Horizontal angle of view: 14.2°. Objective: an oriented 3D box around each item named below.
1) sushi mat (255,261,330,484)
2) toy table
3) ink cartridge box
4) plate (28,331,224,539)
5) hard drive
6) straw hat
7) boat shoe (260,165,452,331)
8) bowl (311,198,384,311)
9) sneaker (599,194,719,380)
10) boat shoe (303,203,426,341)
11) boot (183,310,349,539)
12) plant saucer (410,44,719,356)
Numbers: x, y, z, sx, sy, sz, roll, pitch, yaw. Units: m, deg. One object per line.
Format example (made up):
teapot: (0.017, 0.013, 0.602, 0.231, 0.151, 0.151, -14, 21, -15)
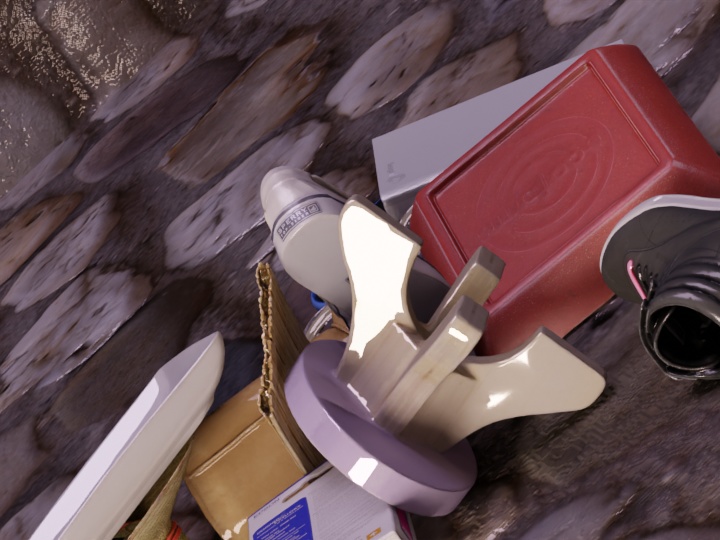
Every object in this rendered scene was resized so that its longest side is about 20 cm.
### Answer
sushi mat: (-0.040, 0.073, 1.764, 0.012, 0.200, 0.096, -3, 69, 9)
toy table: (0.038, 0.053, 1.686, 0.117, 0.183, 0.200, -54, 14, 14)
ink cartridge box: (-0.018, 0.157, 1.669, 0.095, 0.037, 0.200, -36, 15, 4)
plate: (-0.160, 0.136, 1.875, 0.200, 0.032, 0.200, -54, 7, -16)
hard drive: (0.107, -0.101, 2.075, 0.199, 0.026, 0.132, -22, 21, 6)
straw hat: (-0.137, 0.207, 1.846, 0.201, 0.085, 0.201, -50, 6, 7)
boat shoe: (0.000, 0.000, 1.783, 0.072, 0.200, 0.066, -40, 49, 12)
bowl: (0.045, -0.028, 2.129, 0.200, 0.039, 0.201, -39, 15, 12)
sneaker: (0.175, 0.013, 1.616, 0.099, 0.071, 0.200, -43, 18, -25)
boat shoe: (0.047, 0.013, 1.974, 0.200, 0.074, 0.073, -49, 28, -4)
boot: (-0.046, 0.063, 1.909, 0.200, 0.066, 0.175, -39, 57, 8)
plant saucer: (0.125, -0.048, 1.863, 0.199, 0.037, 0.200, -40, 35, 9)
